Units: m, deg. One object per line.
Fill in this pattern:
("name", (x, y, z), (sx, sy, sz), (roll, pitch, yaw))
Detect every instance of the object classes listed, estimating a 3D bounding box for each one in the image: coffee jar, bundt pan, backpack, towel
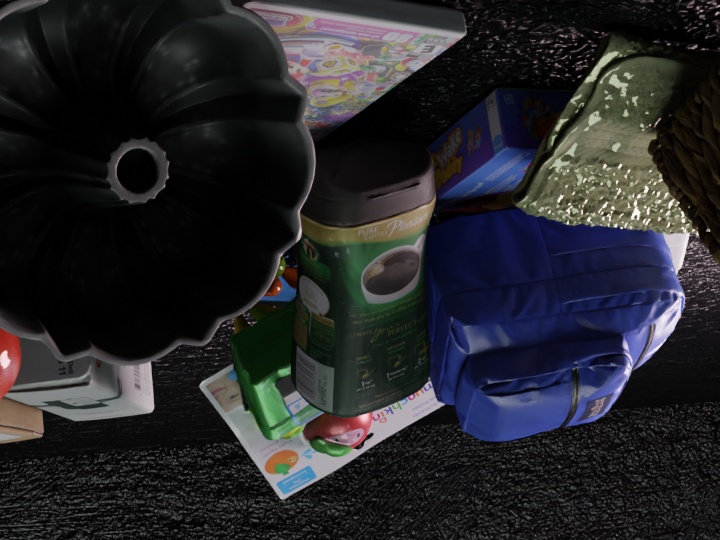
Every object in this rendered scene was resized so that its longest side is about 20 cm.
("coffee jar", (0.000, 0.000, 0.850), (0.104, 0.200, 0.085), (-18, -145, -30))
("bundt pan", (-0.127, -0.057, 0.604), (0.202, 0.202, 0.076), (2, -168, -32))
("backpack", (0.153, 0.038, 0.933), (0.200, 0.168, 0.163), (-13, 158, -8))
("towel", (0.208, -0.086, 0.807), (0.200, 0.037, 0.149), (4, 130, -32))

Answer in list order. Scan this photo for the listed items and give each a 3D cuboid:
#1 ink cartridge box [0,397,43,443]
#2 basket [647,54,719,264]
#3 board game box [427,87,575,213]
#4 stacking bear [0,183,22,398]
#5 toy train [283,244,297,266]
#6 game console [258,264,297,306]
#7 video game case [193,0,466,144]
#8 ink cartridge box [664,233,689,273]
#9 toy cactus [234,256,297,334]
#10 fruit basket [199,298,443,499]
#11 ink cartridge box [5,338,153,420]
("ink cartridge box", (-0.343, 0.054, 0.966), (0.075, 0.165, 0.200), (-10, 166, 10))
("basket", (0.312, -0.075, 0.727), (0.200, 0.143, 0.149), (2, 139, -29))
("board game box", (0.121, -0.080, 0.908), (0.134, 0.045, 0.200), (-2, 166, -23))
("stacking bear", (-0.232, -0.018, 0.647), (0.114, 0.200, 0.121), (2, 164, -33))
("toy train", (-0.022, -0.027, 1.060), (0.200, 0.034, 0.046), (-10, -175, 13))
("game console", (-0.065, 0.052, 1.224), (0.116, 0.176, 0.200), (-32, 177, -23))
("video game case", (-0.050, -0.118, 0.721), (0.143, 0.018, 0.200), (1, 165, -32))
("ink cartridge box", (0.202, -0.004, 1.115), (0.200, 0.045, 0.176), (-6, 140, -1))
("toy cactus", (-0.142, 0.010, 1.024), (0.165, 0.102, 0.200), (7, 166, 43))
("fruit basket", (-0.022, 0.110, 1.019), (0.185, 0.094, 0.200), (-29, 131, -5))
("ink cartridge box", (-0.249, 0.047, 1.032), (0.083, 0.147, 0.200), (-7, 166, 3))
